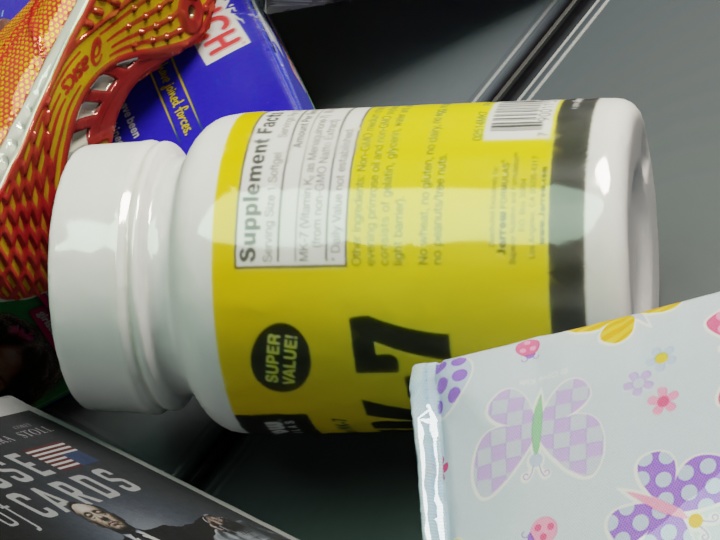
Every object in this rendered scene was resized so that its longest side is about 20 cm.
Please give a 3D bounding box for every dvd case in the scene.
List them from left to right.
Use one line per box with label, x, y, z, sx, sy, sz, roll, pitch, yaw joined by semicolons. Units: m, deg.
dvd case;-0.071;0.097;0.891;0.199;0.150;0.025;25;102;18

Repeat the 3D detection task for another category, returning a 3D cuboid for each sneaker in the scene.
sneaker;-0.116;-0.080;1.040;0.077;0.073;0.200;9;58;38

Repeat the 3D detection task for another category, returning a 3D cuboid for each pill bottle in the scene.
pill bottle;0.000;0.000;0.969;0.199;0.114;0.115;-2;53;12

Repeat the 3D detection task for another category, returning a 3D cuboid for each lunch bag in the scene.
lunch bag;0.111;0.111;0.842;0.169;0.127;0.201;-14;56;17

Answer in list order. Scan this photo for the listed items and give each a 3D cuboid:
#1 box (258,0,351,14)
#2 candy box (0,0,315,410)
box;0.007;-0.193;1.149;0.160;0.049;0.200;-12;46;-13
candy box;-0.117;-0.043;1.111;0.199;0.077;0.169;-29;46;5
